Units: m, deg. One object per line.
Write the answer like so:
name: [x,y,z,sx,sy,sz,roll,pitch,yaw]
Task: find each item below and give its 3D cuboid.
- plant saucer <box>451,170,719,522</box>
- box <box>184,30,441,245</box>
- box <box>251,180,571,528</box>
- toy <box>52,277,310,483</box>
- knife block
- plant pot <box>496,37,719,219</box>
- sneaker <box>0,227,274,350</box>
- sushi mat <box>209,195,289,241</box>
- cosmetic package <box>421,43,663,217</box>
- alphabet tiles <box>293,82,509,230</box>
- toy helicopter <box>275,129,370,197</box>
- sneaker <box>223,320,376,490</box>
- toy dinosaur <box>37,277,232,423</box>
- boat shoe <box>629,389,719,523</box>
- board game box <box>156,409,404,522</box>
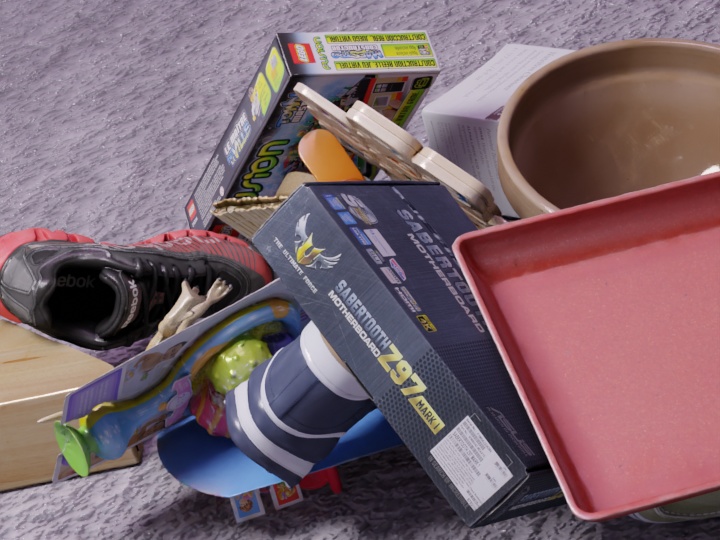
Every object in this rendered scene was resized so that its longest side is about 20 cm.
plant saucer: [0.171,0.040,1.286,0.199,0.037,0.200,-14,49,-11]
box: [-0.035,-0.085,1.627,0.110,0.200,0.035,-4,60,-26]
box: [0.051,0.040,1.321,0.051,0.200,0.158,-44,-19,22]
toy: [-0.082,0.068,1.426,0.199,0.115,0.047,-24,67,-23]
knife block: [-0.260,0.108,1.556,0.175,0.064,0.200,-35,33,-29]
plant pot: [0.181,-0.047,1.478,0.200,0.093,0.201,-2,41,2]
sneaker: [-0.142,0.014,1.601,0.200,0.071,0.098,1,15,-25]
sushi mat: [0.000,0.000,1.489,0.095,0.200,0.012,0,67,33]
cosmetic package: [0.154,-0.089,1.656,0.199,0.081,0.113,8,35,40]
alphabet tiles: [0.048,-0.051,1.507,0.195,0.200,0.015,35,86,15]
toy helicopter: [0.028,-0.019,1.564,0.200,0.132,0.079,22,69,32]
sneaker: [-0.004,0.062,1.397,0.108,0.070,0.200,-44,-14,23]
toy dinosaur: [-0.114,0.060,1.483,0.101,0.058,0.200,-48,-5,17]
boat shoe: [0.231,0.092,1.296,0.199,0.072,0.062,-19,33,-4]
board game box: [-0.021,0.094,1.472,0.199,0.039,0.158,-16,26,-4]
